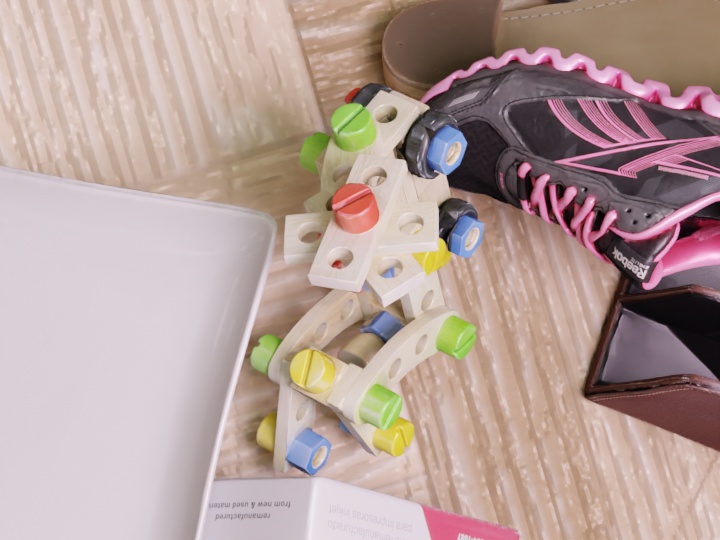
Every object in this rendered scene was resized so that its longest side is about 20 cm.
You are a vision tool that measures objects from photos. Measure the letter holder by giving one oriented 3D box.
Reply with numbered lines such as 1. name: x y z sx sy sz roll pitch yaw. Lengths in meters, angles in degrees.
1. letter holder: 0.230 0.046 1.015 0.199 0.142 0.101 22 81 -12

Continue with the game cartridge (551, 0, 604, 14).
1. game cartridge: 0.084 -0.236 1.052 0.200 0.042 0.133 46 72 -8

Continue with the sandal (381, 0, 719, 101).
1. sandal: 0.117 -0.086 1.040 0.211 0.070 0.078 4 61 5

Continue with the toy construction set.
1. toy construction set: 0.000 0.000 0.940 0.092 0.200 0.131 33 66 15

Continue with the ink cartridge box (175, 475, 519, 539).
1. ink cartridge box: -0.011 0.199 0.925 0.145 0.083 0.201 21 70 -46

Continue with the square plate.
1. square plate: -0.144 0.058 0.933 0.197 0.028 0.201 11 83 18

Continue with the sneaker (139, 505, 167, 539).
1. sneaker: -0.074 0.191 0.969 0.115 0.076 0.201 18 87 -24

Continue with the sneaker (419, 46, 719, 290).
1. sneaker: 0.113 -0.037 0.960 0.199 0.079 0.096 6 55 13
